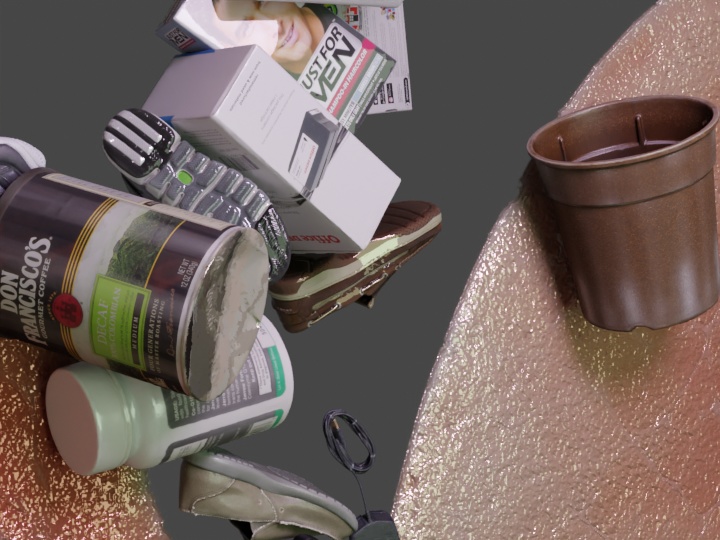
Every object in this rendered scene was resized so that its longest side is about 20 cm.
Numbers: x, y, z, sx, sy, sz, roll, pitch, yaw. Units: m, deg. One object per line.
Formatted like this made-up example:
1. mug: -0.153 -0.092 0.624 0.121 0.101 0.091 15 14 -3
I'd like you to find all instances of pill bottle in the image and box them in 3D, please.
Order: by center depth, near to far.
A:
1. pill bottle: -0.167 0.108 1.620 0.199 0.113 0.114 -14 100 -36

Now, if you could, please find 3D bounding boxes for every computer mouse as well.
1. computer mouse: 0.000 0.231 1.803 0.058 0.034 0.202 -16 96 -18

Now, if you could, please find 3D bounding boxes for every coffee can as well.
1. coffee can: -0.194 0.010 1.515 0.146 0.198 0.148 16 90 -71

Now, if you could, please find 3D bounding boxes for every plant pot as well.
1. plant pot: 0.288 -0.056 1.915 0.199 0.199 0.200 -28 115 -32

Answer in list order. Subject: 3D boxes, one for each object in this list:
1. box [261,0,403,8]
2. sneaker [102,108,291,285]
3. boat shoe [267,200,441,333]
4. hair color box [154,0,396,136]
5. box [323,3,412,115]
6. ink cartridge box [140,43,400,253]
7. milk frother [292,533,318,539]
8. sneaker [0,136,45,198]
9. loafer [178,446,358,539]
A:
1. box: -0.021 -0.371 1.620 0.170 0.200 0.200 -2 56 -36
2. sneaker: -0.142 -0.060 1.624 0.200 0.116 0.075 44 79 1
3. boat shoe: -0.004 -0.002 1.772 0.201 0.075 0.076 -25 120 -27
4. hair color box: -0.076 -0.204 1.682 0.199 0.061 0.100 35 73 -17
5. box: -0.010 -0.250 1.774 0.109 0.035 0.202 -9 96 -36
6. ink cartridge box: -0.083 -0.106 1.656 0.200 0.144 0.085 42 68 -30
7. milk frother: -0.047 0.350 1.629 0.188 0.200 0.181 41 95 -15
8. sneaker: -0.351 -0.061 1.501 0.199 0.075 0.115 10 83 -39
9. loafer: -0.091 0.219 1.713 0.199 0.075 0.070 25 88 -29
